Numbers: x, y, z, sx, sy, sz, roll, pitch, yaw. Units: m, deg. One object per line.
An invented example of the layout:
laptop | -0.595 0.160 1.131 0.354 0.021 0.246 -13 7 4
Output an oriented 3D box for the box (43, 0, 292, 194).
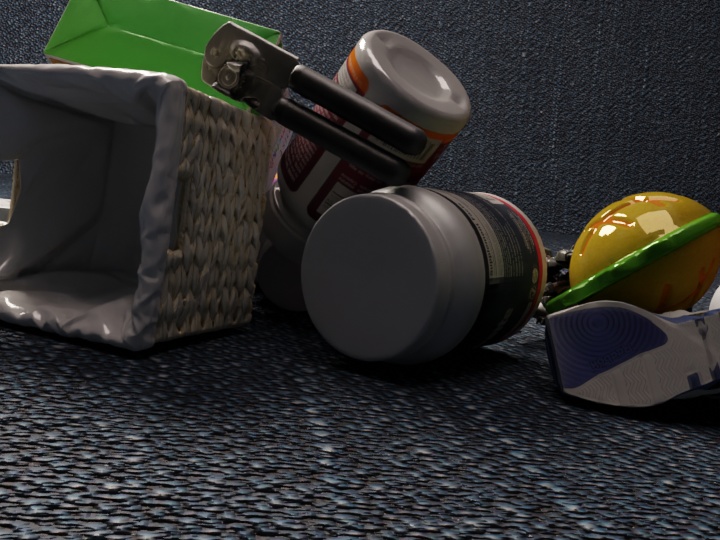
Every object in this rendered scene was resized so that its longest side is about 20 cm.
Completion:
box | -0.177 -0.175 0.822 0.199 0.097 0.177 17 -21 5

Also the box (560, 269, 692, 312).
box | 0.276 0.030 1.050 0.197 0.050 0.200 3 7 -33

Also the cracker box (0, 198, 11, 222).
cracker box | -0.396 -0.054 1.045 0.199 0.058 0.134 5 7 -9

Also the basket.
basket | -0.197 -0.052 0.678 0.199 0.200 0.161 9 3 23

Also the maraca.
maraca | 0.227 -0.006 0.685 0.137 0.107 0.200 -39 -14 36

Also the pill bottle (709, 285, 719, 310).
pill bottle | 0.381 0.054 0.692 0.111 0.113 0.200 6 8 -7

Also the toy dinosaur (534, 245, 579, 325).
toy dinosaur | 0.189 0.024 0.831 0.199 0.103 0.136 6 3 -21

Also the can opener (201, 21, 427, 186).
can opener | -0.038 -0.131 0.656 0.199 0.054 0.067 31 10 13

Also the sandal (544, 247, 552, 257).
sandal | 0.185 -0.034 1.077 0.079 0.058 0.201 4 6 -10

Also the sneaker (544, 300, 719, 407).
sneaker | 0.244 0.069 0.634 0.198 0.081 0.115 -7 -19 10

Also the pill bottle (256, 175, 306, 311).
pill bottle | -0.065 -0.038 0.903 0.111 0.112 0.200 6 25 -5

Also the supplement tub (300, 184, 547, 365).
supplement tub | 0.058 0.002 0.688 0.140 0.141 0.200 11 8 33

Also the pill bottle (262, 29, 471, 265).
pill bottle | -0.003 -0.100 0.737 0.114 0.200 0.115 25 37 -21
